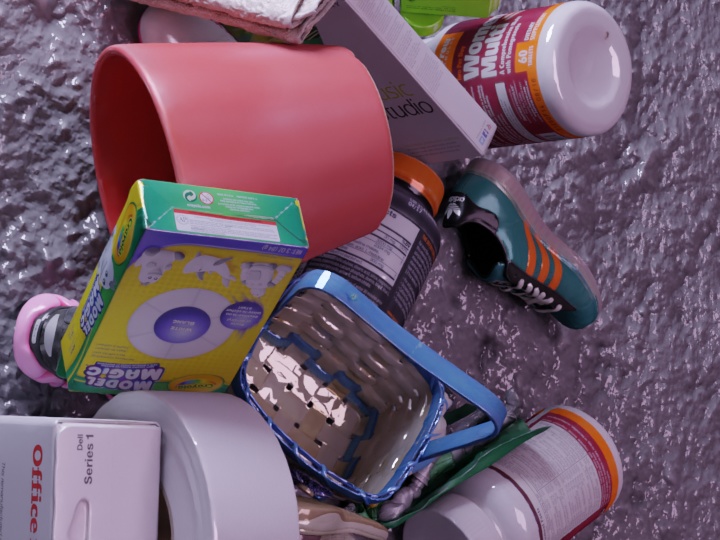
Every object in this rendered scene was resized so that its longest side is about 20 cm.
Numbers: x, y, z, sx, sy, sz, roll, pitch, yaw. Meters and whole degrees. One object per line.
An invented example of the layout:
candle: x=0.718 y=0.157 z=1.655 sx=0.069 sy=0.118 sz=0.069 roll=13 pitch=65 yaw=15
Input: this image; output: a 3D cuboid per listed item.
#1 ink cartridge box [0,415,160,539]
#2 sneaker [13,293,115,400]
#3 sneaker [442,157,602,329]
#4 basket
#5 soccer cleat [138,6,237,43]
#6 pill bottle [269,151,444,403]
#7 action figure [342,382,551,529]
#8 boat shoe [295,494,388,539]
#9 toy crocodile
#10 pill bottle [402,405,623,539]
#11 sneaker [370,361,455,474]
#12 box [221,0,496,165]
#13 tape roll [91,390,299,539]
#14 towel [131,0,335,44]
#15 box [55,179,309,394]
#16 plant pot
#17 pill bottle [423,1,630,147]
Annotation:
ink cartridge box: x=-0.219 y=0.170 z=1.248 sx=0.084 sy=0.199 sz=0.146 roll=5 pitch=84 yaw=-39
sneaker: x=-0.156 y=0.067 z=1.391 sx=0.199 sy=0.095 sz=0.080 roll=16 pitch=75 yaw=-43
sneaker: x=0.141 y=-0.005 z=1.700 sx=0.200 sy=0.071 sz=0.080 roll=48 pitch=62 yaw=-25
basket: x=-0.008 y=0.085 z=1.362 sx=0.176 sy=0.200 sz=0.140 roll=38 pitch=52 yaw=-11
soccer cleat: x=-0.086 y=-0.145 z=1.474 sx=0.200 sy=0.086 sz=0.070 roll=43 pitch=60 yaw=-33
pill bottle: x=0.000 y=0.000 z=1.535 sx=0.106 sy=0.106 sz=0.201 roll=45 pitch=59 yaw=-32
action figure: x=0.052 y=0.166 z=1.586 sx=0.199 sy=0.118 sz=0.055 roll=-35 pitch=110 yaw=-27
boat shoe: x=-0.033 y=0.195 z=1.320 sx=0.200 sy=0.071 sz=0.065 roll=38 pitch=67 yaw=-73
toy crocodile: x=0.017 y=-0.235 z=1.531 sx=0.068 sy=0.198 sz=0.062 roll=86 pitch=7 yaw=-62
pill bottle: x=0.134 y=0.206 z=1.648 sx=0.199 sy=0.109 sz=0.110 roll=-29 pitch=107 yaw=-41
sneaker: x=0.035 y=0.120 z=1.545 sx=0.072 sy=0.200 sz=0.073 roll=37 pitch=101 yaw=-2
box: x=-0.002 y=-0.159 z=1.516 sx=0.200 sy=0.144 sz=0.037 roll=46 pitch=57 yaw=-31
tape roll: x=-0.125 y=0.182 z=1.252 sx=0.070 sy=0.202 sz=0.204 roll=6 pitch=84 yaw=-38
towel: x=-0.095 y=-0.240 z=1.404 sx=0.133 sy=0.199 sz=0.035 roll=-57 pitch=149 yaw=-29
box: x=-0.125 y=0.026 z=1.257 sx=0.116 sy=0.200 sz=0.049 roll=6 pitch=50 yaw=-25
plant pot: x=-0.083 y=-0.079 z=1.363 sx=0.176 sy=0.200 sz=0.202 roll=-12 pitch=96 yaw=-23
pill bottle: x=0.121 y=-0.160 z=1.583 sx=0.109 sy=0.199 sz=0.111 roll=3 pitch=86 yaw=-43
